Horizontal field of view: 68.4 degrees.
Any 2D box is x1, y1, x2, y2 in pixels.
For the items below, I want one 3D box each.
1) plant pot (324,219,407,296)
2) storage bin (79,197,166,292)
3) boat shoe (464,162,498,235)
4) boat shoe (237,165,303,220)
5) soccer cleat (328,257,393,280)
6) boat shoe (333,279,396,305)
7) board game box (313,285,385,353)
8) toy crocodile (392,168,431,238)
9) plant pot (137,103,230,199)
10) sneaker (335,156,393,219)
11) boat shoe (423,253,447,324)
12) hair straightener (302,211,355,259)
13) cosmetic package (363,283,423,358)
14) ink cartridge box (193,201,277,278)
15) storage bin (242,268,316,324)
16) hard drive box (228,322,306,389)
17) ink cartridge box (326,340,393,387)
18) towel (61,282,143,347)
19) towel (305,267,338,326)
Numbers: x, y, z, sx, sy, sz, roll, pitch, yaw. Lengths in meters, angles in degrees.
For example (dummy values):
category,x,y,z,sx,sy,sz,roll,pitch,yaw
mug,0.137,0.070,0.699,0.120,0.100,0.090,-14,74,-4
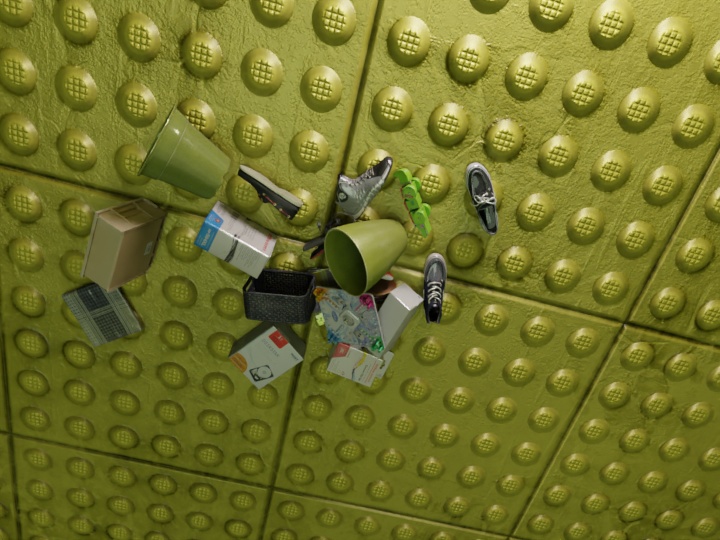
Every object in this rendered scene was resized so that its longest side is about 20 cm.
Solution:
category,x,y,z,sx,sy,sz,roll,pitch,yaw
plant pot,0.030,-0.061,1.446,0.197,0.185,0.193,-28,122,-32
storage bin,-0.646,-0.075,1.462,0.092,0.199,0.204,30,115,5
boat shoe,0.335,-0.191,1.447,0.071,0.069,0.205,-13,115,8
boat shoe,-0.253,-0.212,1.448,0.198,0.074,0.064,34,105,-19
soccer cleat,0.000,0.000,1.539,0.194,0.069,0.088,23,83,-6
boat shoe,0.012,0.070,1.581,0.192,0.072,0.072,-7,137,-9
board game box,-0.035,0.145,1.541,0.194,0.026,0.205,7,127,29
toy crocodile,0.147,-0.185,1.457,0.060,0.068,0.205,-12,116,29
plant pot,-0.444,-0.284,1.368,0.187,0.203,0.201,31,115,-26
sneaker,-0.004,-0.243,1.428,0.114,0.076,0.202,32,114,-11
boat shoe,0.222,0.060,1.561,0.072,0.094,0.207,-1,117,2
hair straightener,-0.094,-0.105,1.493,0.197,0.042,0.077,-29,119,32
cosmetic package,0.094,0.151,1.585,0.084,0.107,0.203,38,118,17
ink cartridge box,-0.342,-0.086,1.473,0.196,0.147,0.085,31,113,-13
storage bin,-0.233,0.075,1.545,0.192,0.136,0.097,4,119,8
hard drive box,-0.295,0.257,1.683,0.197,0.077,0.157,-35,112,17
ink cartridge box,0.001,0.291,1.697,0.194,0.068,0.119,22,116,-9
towel,-0.805,0.131,1.663,0.186,0.035,0.205,-18,113,7
towel,-0.087,0.077,1.618,0.138,0.023,0.206,-5,116,3
